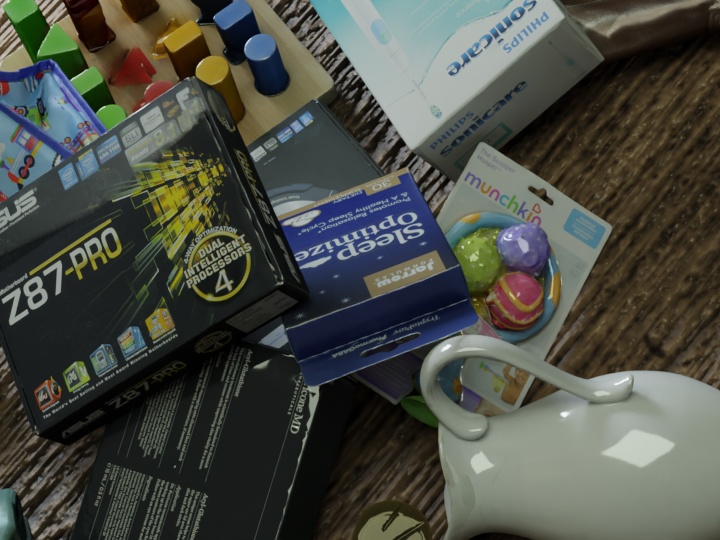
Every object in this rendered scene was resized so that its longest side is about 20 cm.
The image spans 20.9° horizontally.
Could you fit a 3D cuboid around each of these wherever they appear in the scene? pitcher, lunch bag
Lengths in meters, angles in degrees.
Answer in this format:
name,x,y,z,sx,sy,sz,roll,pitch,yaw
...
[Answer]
name,x,y,z,sx,sy,sz,roll,pitch,yaw
pitcher,0.140,0.108,1.239,0.198,0.173,0.122,-3,39,10
lunch bag,-0.214,-0.027,1.383,0.200,0.151,0.094,42,32,22

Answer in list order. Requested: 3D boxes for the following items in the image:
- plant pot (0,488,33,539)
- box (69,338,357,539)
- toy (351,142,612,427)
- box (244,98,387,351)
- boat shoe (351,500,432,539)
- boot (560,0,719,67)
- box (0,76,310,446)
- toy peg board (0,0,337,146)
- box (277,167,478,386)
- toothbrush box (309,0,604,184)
name,x,y,z,sx,sy,sz,roll,pitch,yaw
plant pot,-0.298,0.236,1.248,0.194,0.201,0.202,-14,60,-6
box,-0.100,0.145,1.288,0.140,0.079,0.202,15,82,20
toy,0.091,0.016,1.344,0.115,0.047,0.201,32,72,-5
box,-0.062,-0.008,1.408,0.199,0.044,0.161,-35,62,-9
boat shoe,0.010,0.252,1.257,0.072,0.063,0.203,5,69,7
boot,0.246,-0.170,1.427,0.198,0.065,0.188,-10,48,1
box,-0.148,-0.005,1.269,0.199,0.049,0.162,-31,65,15
toy peg board,-0.157,-0.166,1.480,0.198,0.098,0.200,-35,62,-9
box,0.000,0.000,1.291,0.120,0.033,0.200,-20,28,-2
toothbrush box,0.060,-0.190,1.436,0.146,0.085,0.201,-41,59,12
